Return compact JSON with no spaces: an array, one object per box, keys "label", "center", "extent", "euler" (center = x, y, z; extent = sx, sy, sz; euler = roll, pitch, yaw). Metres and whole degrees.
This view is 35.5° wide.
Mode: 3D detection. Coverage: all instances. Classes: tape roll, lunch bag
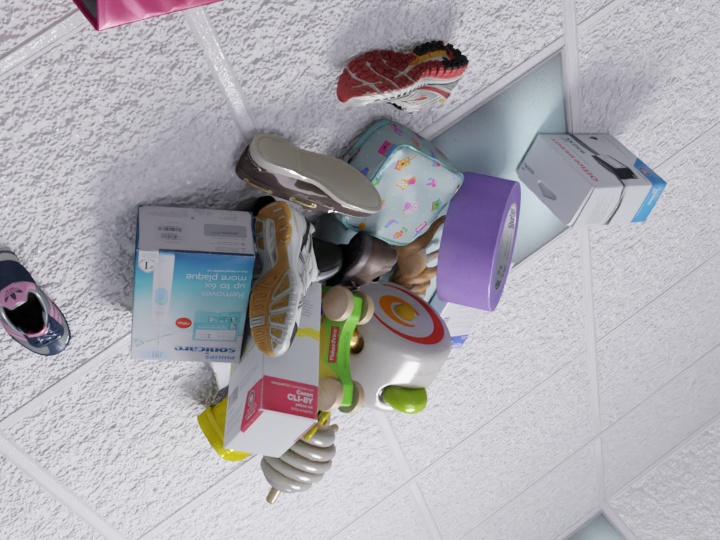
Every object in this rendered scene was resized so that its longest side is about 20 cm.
[{"label":"tape roll","center":[0.181,-0.044,1.710],"extent":[0.200,0.084,0.202],"euler":[13,90,-75]},{"label":"lunch bag","center":[0.041,-0.118,1.582],"extent":[0.161,0.077,0.199],"euler":[-49,147,16]}]

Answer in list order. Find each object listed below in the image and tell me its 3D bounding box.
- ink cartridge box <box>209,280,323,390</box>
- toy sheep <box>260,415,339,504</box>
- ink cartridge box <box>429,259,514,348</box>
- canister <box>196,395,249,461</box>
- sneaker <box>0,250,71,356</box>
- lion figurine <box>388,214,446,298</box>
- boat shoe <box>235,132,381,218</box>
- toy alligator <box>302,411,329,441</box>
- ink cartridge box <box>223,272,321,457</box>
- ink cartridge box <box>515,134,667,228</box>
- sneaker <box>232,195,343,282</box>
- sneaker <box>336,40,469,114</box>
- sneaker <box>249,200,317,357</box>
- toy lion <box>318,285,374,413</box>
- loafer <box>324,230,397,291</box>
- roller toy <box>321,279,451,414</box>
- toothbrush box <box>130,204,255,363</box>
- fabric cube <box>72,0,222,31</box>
[{"label":"ink cartridge box","center":[-0.144,0.062,1.644],"extent":[0.196,0.047,0.201],"euler":[-29,148,-20]},{"label":"toy sheep","center":[-0.106,0.308,1.902],"extent":[0.137,0.137,0.202],"euler":[12,104,-51]},{"label":"ink cartridge box","center":[0.175,0.054,1.963],"extent":[0.119,0.042,0.201],"euler":[-3,130,-44]},{"label":"canister","center":[-0.137,0.201,1.738],"extent":[0.199,0.087,0.149],"euler":[-36,167,3]},{"label":"sneaker","center":[-0.395,0.063,1.349],"extent":[0.070,0.082,0.201],"euler":[-34,148,-9]},{"label":"lion figurine","center":[0.083,-0.020,1.763],"extent":[0.122,0.073,0.201],"euler":[-27,134,-12]},{"label":"boat shoe","center":[-0.065,-0.111,1.448],"extent":[0.198,0.072,0.060],"euler":[20,135,-29]},{"label":"toy alligator","center":[-0.072,0.212,1.842],"extent":[0.200,0.059,0.054],"euler":[-49,170,-35]},{"label":"ink cartridge box","center":[-0.115,0.124,1.483],"extent":[0.083,0.202,0.145],"euler":[13,148,-20]},{"label":"ink cartridge box","center":[0.374,-0.148,1.821],"extent":[0.199,0.145,0.084],"euler":[-6,135,-41]},{"label":"sneaker","center":[-0.104,-0.045,1.503],"extent":[0.198,0.075,0.116],"euler":[-3,128,-25]},{"label":"sneaker","center":[0.054,-0.234,1.453],"extent":[0.198,0.078,0.083],"euler":[-15,142,-34]},{"label":"sneaker","center":[-0.086,0.015,1.420],"extent":[0.075,0.202,0.087],"euler":[-9,158,32]},{"label":"toy lion","center":[-0.081,0.121,1.602],"extent":[0.068,0.190,0.203],"euler":[12,83,-51]},{"label":"loafer","center":[0.000,0.000,1.609],"extent":[0.070,0.074,0.200],"euler":[17,167,-13]},{"label":"roller toy","center":[0.037,0.106,1.699],"extent":[0.140,0.199,0.183],"euler":[-59,179,26]},{"label":"toothbrush box","center":[-0.217,0.021,1.430],"extent":[0.145,0.086,0.201],"euler":[4,135,-12]},{"label":"fabric cube","center":[-0.176,-0.356,0.958],"extent":[0.198,0.197,0.201],"euler":[-20,143,-27]}]
